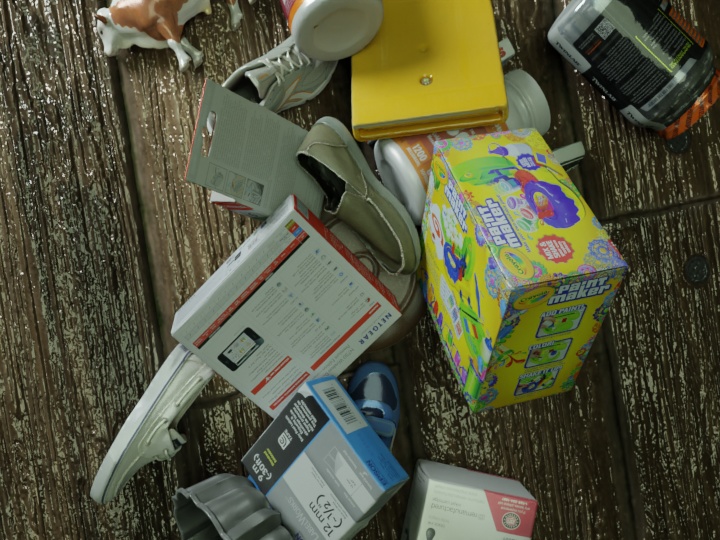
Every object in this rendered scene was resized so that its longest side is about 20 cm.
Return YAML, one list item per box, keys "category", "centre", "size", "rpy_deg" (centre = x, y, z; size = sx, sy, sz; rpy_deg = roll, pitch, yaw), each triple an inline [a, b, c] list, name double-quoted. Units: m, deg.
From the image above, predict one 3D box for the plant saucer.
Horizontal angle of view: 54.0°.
- category: "plant saucer"
  centre: [0.000, 0.000, 0.865]
  size: [0.194, 0.037, 0.208]
  rpy_deg: [0, 90, -4]

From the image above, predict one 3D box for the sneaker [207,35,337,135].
- category: "sneaker"
  centre: [-0.098, -0.224, 0.827]
  size: [0.199, 0.092, 0.076]
  rpy_deg: [-43, 92, -5]

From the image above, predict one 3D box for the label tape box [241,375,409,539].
- category: "label tape box"
  centre: [-0.060, 0.242, 0.787]
  size: [0.144, 0.066, 0.201]
  rpy_deg: [48, 111, 21]

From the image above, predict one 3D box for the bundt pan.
- category: "bundt pan"
  centre: [-0.126, 0.315, 0.783]
  size: [0.075, 0.200, 0.207]
  rpy_deg: [-25, 92, -32]

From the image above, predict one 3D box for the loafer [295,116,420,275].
- category: "loafer"
  centre: [-0.008, -0.072, 0.798]
  size: [0.069, 0.075, 0.202]
  rpy_deg: [-38, 93, -33]

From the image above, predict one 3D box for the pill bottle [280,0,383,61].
- category: "pill bottle"
  centre: [-0.051, -0.352, 0.800]
  size: [0.106, 0.110, 0.205]
  rpy_deg: [-17, 70, -5]

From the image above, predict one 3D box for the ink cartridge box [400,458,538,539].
- category: "ink cartridge box"
  centre: [0.119, 0.352, 0.851]
  size: [0.141, 0.085, 0.207]
  rpy_deg: [12, 90, -5]

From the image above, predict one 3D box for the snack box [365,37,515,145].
- category: "snack box"
  centre: [0.091, -0.214, 0.854]
  size: [0.196, 0.072, 0.025]
  rpy_deg: [-30, 92, -5]

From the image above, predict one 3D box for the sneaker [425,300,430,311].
- category: "sneaker"
  centre: [0.171, 0.069, 0.857]
  size: [0.194, 0.083, 0.074]
  rpy_deg: [15, 47, 10]

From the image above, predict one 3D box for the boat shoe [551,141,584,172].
- category: "boat shoe"
  centre: [0.193, -0.089, 0.869]
  size: [0.196, 0.071, 0.065]
  rpy_deg: [-29, 92, 3]

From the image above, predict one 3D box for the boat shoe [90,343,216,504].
- category: "boat shoe"
  centre: [-0.238, 0.190, 0.828]
  size: [0.069, 0.071, 0.203]
  rpy_deg: [32, 81, -2]

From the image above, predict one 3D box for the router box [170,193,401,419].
- category: "router box"
  centre: [-0.083, 0.051, 0.798]
  size: [0.199, 0.049, 0.179]
  rpy_deg: [-42, 113, 11]

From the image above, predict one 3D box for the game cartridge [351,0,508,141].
- category: "game cartridge"
  centre: [0.074, -0.245, 0.816]
  size: [0.170, 0.033, 0.205]
  rpy_deg: [-5, 58, 8]

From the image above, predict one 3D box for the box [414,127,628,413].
- category: "box"
  centre: [0.148, -0.001, 0.732]
  size: [0.118, 0.196, 0.203]
  rpy_deg: [-9, 49, -12]

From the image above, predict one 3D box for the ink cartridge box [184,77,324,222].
- category: "ink cartridge box"
  centre: [-0.117, -0.119, 0.781]
  size: [0.198, 0.049, 0.113]
  rpy_deg: [19, 79, -49]

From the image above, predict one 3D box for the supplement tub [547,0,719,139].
- category: "supplement tub"
  centre: [0.334, -0.263, 0.853]
  size: [0.199, 0.122, 0.123]
  rpy_deg: [42, 86, -3]

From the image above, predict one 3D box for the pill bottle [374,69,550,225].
- category: "pill bottle"
  centre: [0.122, -0.150, 0.834]
  size: [0.197, 0.112, 0.114]
  rpy_deg: [-32, 93, -9]

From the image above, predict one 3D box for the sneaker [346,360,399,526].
- category: "sneaker"
  centre: [0.007, 0.212, 0.842]
  size: [0.072, 0.082, 0.207]
  rpy_deg: [10, 87, -4]

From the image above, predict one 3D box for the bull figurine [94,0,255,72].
- category: "bull figurine"
  centre: [-0.216, -0.309, 0.831]
  size: [0.200, 0.065, 0.122]
  rpy_deg: [-45, 97, -2]
